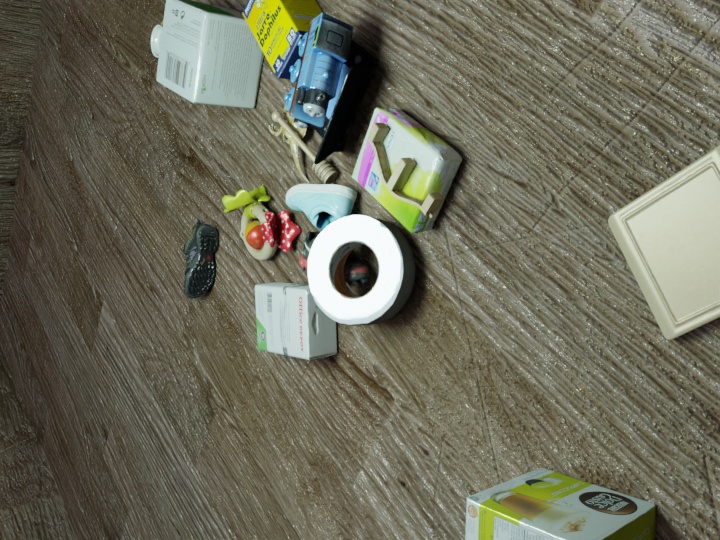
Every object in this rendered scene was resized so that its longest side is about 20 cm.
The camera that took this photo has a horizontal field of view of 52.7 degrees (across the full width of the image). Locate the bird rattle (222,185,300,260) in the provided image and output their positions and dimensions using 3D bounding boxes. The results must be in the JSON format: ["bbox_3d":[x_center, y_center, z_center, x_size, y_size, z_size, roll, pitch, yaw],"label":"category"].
[{"bbox_3d":[-0.221,-0.098,1.662,0.200,0.112,0.164,42,136,23],"label":"bird rattle"}]

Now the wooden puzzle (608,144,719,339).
[{"bbox_3d":[0.434,-0.032,0.934,0.200,0.037,0.188,-41,64,48],"label":"wooden puzzle"}]

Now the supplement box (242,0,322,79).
[{"bbox_3d":[-0.144,-0.499,1.495,0.109,0.108,0.202,-51,57,38],"label":"supplement box"}]

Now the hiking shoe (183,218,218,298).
[{"bbox_3d":[-0.425,-0.029,1.906,0.100,0.075,0.203,31,108,52],"label":"hiking shoe"}]

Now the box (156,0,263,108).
[{"bbox_3d":[-0.344,-0.502,1.679,0.198,0.169,0.203,34,117,42],"label":"box"}]

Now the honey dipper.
[{"bbox_3d":[-0.121,-0.260,1.507,0.200,0.038,0.038,49,129,15],"label":"honey dipper"}]

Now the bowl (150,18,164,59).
[{"bbox_3d":[-0.474,-0.584,1.871,0.198,0.106,0.204,6,98,49],"label":"bowl"}]

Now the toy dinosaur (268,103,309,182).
[{"bbox_3d":[-0.146,-0.295,1.557,0.100,0.058,0.204,18,107,45],"label":"toy dinosaur"}]

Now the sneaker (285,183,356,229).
[{"bbox_3d":[-0.094,-0.127,1.485,0.198,0.073,0.083,0,68,49],"label":"sneaker"}]

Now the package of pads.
[{"bbox_3d":[0.080,-0.186,1.299,0.200,0.067,0.156,46,127,35],"label":"package of pads"}]

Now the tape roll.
[{"bbox_3d":[0.000,0.000,1.352,0.197,0.066,0.204,-2,86,24],"label":"tape roll"}]

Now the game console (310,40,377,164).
[{"bbox_3d":[-0.058,-0.334,1.407,0.176,0.115,0.202,48,127,34],"label":"game console"}]

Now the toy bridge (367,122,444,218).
[{"bbox_3d":[0.069,-0.162,1.241,0.201,0.027,0.068,57,136,27],"label":"toy bridge"}]

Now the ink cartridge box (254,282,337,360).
[{"bbox_3d":[-0.141,0.105,1.568,0.198,0.083,0.149,4,97,48],"label":"ink cartridge box"}]

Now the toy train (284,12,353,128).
[{"bbox_3d":[-0.079,-0.363,1.330,0.114,0.085,0.204,0,76,66],"label":"toy train"}]

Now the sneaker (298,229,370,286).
[{"bbox_3d":[-0.053,-0.030,1.464,0.199,0.070,0.100,21,112,47],"label":"sneaker"}]

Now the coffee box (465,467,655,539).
[{"bbox_3d":[0.281,0.422,1.025,0.196,0.198,0.204,6,98,47],"label":"coffee box"}]
